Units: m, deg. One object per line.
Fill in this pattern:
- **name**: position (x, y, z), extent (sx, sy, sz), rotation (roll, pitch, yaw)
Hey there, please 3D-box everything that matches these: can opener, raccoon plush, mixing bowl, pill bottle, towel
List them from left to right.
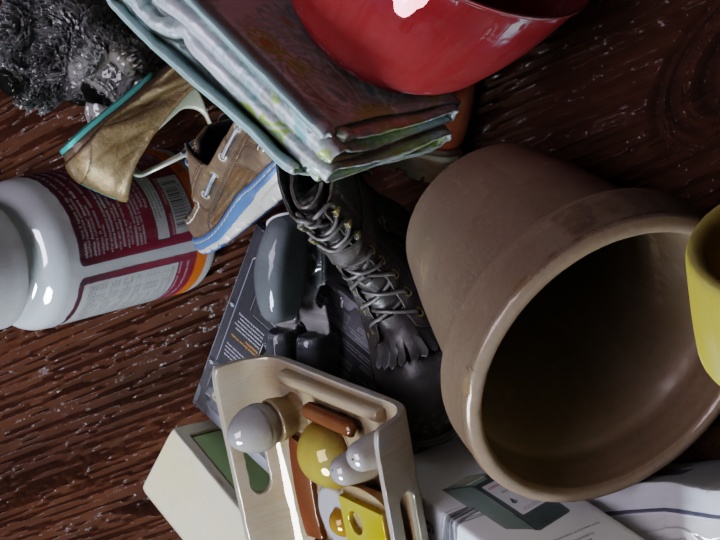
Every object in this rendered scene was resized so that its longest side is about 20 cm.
- **pill bottle**: position (-0.208, -0.018, 1.883), extent (0.110, 0.200, 0.110), rotation (15, 112, 44)
- **raccoon plush**: position (-0.199, -0.196, 1.927), extent (0.134, 0.097, 0.200), rotation (-7, 92, 37)
- **towel**: position (-0.047, -0.138, 1.641), extent (0.200, 0.171, 0.048), rotation (46, 120, 16)
- **can opener**: position (-0.048, 0.057, 1.776), extent (0.053, 0.066, 0.200), rotation (9, 108, 41)
- **mixing bowl**: position (0.029, -0.180, 1.618), extent (0.200, 0.200, 0.108), rotation (51, 126, 25)

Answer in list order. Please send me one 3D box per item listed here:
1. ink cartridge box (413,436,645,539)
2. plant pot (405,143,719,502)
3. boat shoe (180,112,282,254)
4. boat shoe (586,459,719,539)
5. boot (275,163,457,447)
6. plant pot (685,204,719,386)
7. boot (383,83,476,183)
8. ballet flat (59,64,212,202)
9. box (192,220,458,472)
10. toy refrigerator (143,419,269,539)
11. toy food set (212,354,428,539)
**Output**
- **ink cartridge box**: position (0.102, 0.209, 1.660), extent (0.200, 0.084, 0.146), rotation (32, 135, 51)
- **plant pot**: position (0.113, 0.011, 1.605), extent (0.175, 0.200, 0.200), rotation (51, 131, 46)
- **boat shoe**: position (-0.081, -0.072, 1.811), extent (0.072, 0.072, 0.200), rotation (50, 151, -2)
- **boat shoe**: position (0.205, 0.154, 1.608), extent (0.200, 0.072, 0.066), rotation (-8, 97, 46)
- **boot**: position (0.000, 0.000, 1.674), extent (0.069, 0.174, 0.200), rotation (-24, 56, 13)
- **plant pot**: position (0.283, 0.063, 1.439), extent (0.201, 0.201, 0.189), rotation (15, 123, 42)
- **boot**: position (-0.001, -0.147, 1.757), extent (0.200, 0.075, 0.107), rotation (30, 114, 29)
- **ballet flat**: position (-0.120, -0.125, 1.847), extent (0.072, 0.200, 0.068), rotation (44, 176, -9)
- **box**: position (-0.017, 0.081, 1.825), extent (0.200, 0.048, 0.158), rotation (40, 123, 33)
- **toy refrigerator**: position (-0.059, 0.192, 1.870), extent (0.200, 0.076, 0.070), rotation (48, 127, 28)
- **toy food set**: position (-0.025, 0.143, 1.691), extent (0.200, 0.060, 0.144), rotation (19, 124, 56)
